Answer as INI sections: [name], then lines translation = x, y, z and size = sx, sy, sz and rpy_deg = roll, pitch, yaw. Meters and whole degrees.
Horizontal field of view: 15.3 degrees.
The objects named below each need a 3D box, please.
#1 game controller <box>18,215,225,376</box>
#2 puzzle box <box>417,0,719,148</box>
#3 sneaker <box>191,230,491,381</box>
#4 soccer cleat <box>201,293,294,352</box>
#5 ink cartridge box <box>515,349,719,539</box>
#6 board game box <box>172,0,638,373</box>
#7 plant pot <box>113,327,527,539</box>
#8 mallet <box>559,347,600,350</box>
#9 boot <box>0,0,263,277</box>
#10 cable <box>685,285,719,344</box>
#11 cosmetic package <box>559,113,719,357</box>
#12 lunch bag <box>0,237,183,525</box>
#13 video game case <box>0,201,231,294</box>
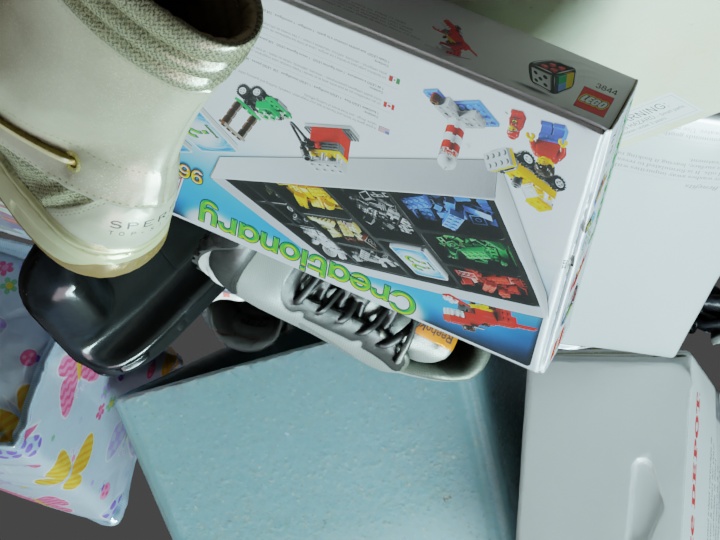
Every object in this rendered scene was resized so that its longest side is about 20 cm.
[game controller]
translation = -0.058, -0.042, 1.127
size = 0.042, 0.200, 0.104
rpy_deg = 38, 171, 38
[puzzle box]
translation = 0.062, -0.082, 1.003
size = 0.199, 0.026, 0.133
rpy_deg = -19, 148, 42
[sneaker]
translation = 0.000, 0.000, 1.127
size = 0.074, 0.079, 0.200
rpy_deg = -52, 152, 7
[soccer cleat]
translation = -0.052, 0.007, 1.379
size = 0.068, 0.086, 0.200
rpy_deg = -5, 161, 8
[ink cartridge box]
translation = 0.136, 0.129, 1.332
size = 0.083, 0.147, 0.200
rpy_deg = 1, 167, 16
[board game box]
translation = -0.007, -0.051, 0.982
size = 0.199, 0.035, 0.127
rpy_deg = 24, 136, 11
[plant pot]
translation = 0.018, 0.122, 1.401
size = 0.194, 0.202, 0.196
rpy_deg = -15, -177, 21
[mallet]
translation = 0.121, 0.047, 1.378
size = 0.041, 0.066, 0.200
rpy_deg = 28, 164, 30
[boot]
translation = -0.120, -0.111, 0.928
size = 0.072, 0.200, 0.155
rpy_deg = -34, 167, -34
[cable]
translation = 0.174, -0.011, 1.321
size = 0.162, 0.051, 0.200
rpy_deg = 25, 157, 19
[cosmetic package]
translation = 0.111, -0.046, 1.177
size = 0.112, 0.082, 0.200
rpy_deg = 8, 149, -9
[lunch bag]
translation = -0.217, 0.044, 1.389
size = 0.199, 0.128, 0.170
rpy_deg = 19, 168, 19
[video game case]
translation = -0.165, -0.039, 1.212
size = 0.199, 0.023, 0.182
rpy_deg = 14, 171, 30
